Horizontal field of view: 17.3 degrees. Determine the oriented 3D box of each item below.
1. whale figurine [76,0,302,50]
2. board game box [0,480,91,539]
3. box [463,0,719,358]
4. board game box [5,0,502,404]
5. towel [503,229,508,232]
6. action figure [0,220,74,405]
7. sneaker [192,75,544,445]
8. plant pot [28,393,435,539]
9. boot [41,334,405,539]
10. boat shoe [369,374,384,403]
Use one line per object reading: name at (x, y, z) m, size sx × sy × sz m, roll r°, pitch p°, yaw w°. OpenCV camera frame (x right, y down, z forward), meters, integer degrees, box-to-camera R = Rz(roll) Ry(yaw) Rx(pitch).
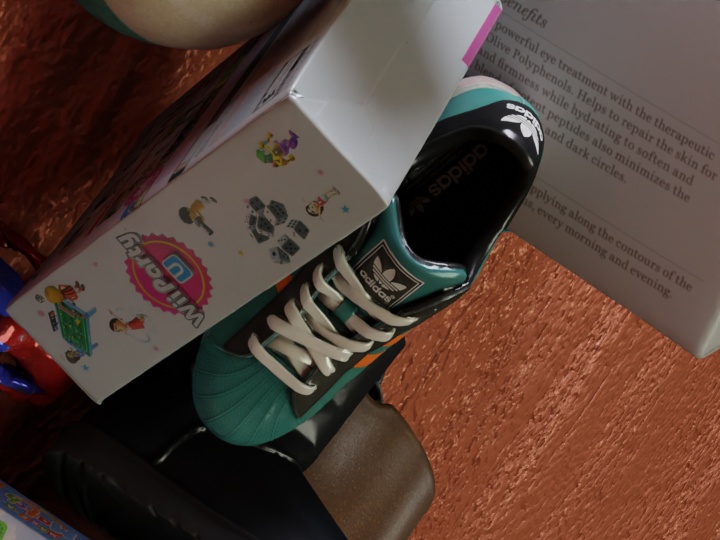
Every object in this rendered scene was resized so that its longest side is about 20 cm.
whale figurine at (-0.079, -0.189, 0.935) m, size 0.159 × 0.103 × 0.202 m, roll -27°, pitch 117°, yaw -42°
board game box at (-0.173, 0.177, 1.054) m, size 0.152 × 0.199 × 0.037 m, roll -59°, pitch 174°, yaw 9°
box at (0.155, -0.103, 1.085) m, size 0.199 × 0.198 × 0.172 m, roll -24°, pitch 141°, yaw -48°
board game box at (-0.045, -0.047, 1.000) m, size 0.200 × 0.064 × 0.148 m, roll -33°, pitch -163°, yaw 41°
towel at (0.074, -0.027, 1.230) m, size 0.146 × 0.199 × 0.022 m, roll -3°, pitch 95°, yaw -55°
action figure at (-0.163, 0.017, 1.054) m, size 0.066 × 0.052 × 0.200 m, roll -50°, pitch 151°, yaw 0°
sneaker at (0.000, 0.000, 1.003) m, size 0.200 × 0.071 × 0.080 m, roll -48°, pitch -170°, yaw 8°
plant pot at (-0.075, 0.142, 1.192) m, size 0.198 × 0.199 × 0.201 m, roll -49°, pitch 152°, yaw -25°
boot at (-0.024, 0.080, 1.091) m, size 0.168 × 0.199 × 0.077 m, roll -50°, pitch 164°, yaw -29°
boat shoe at (-0.019, 0.073, 1.316) m, size 0.072 × 0.068 × 0.201 m, roll -10°, pitch 129°, yaw -53°
